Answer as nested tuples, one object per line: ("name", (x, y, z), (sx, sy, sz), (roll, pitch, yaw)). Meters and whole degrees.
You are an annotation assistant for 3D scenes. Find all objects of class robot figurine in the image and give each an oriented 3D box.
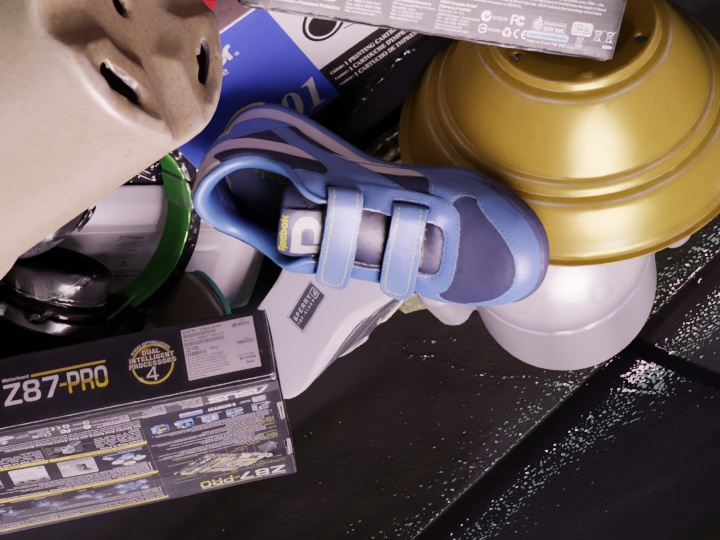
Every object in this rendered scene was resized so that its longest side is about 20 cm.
("robot figurine", (0.115, -0.009, 1.284), (0.168, 0.114, 0.200), (-24, 162, 1))

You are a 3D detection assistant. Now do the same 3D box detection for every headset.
("headset", (-0.170, -0.008, 1.203), (0.199, 0.094, 0.124), (-25, 122, -26))

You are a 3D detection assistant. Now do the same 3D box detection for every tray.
("tray", (-0.143, -0.006, 1.303), (0.198, 0.022, 0.108), (-2, 135, -26))

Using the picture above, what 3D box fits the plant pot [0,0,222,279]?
("plant pot", (-0.171, -0.089, 1.008), (0.182, 0.202, 0.200), (-22, 147, 29))

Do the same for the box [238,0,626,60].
("box", (0.049, -0.211, 1.067), (0.198, 0.048, 0.195), (6, 108, -15))

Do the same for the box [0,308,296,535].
("box", (-0.140, 0.091, 1.257), (0.198, 0.049, 0.162), (-12, 153, -2))

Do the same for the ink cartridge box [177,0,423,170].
("ink cartridge box", (-0.029, -0.138, 1.193), (0.199, 0.044, 0.094), (-34, 141, 9))

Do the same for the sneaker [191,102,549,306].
("sneaker", (0.001, -0.023, 1.151), (0.082, 0.199, 0.075), (-41, 145, -58))

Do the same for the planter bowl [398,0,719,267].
("planter bowl", (0.116, -0.105, 1.183), (0.199, 0.201, 0.084), (-19, 142, -8))

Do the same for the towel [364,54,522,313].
("towel", (0.066, -0.059, 1.345), (0.200, 0.037, 0.148), (-38, 141, 15))

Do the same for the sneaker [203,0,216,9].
("sneaker", (-0.107, -0.191, 1.070), (0.085, 0.077, 0.200), (-33, 142, 1))

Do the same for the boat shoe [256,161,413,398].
("boat shoe", (0.000, 0.000, 1.291), (0.068, 0.072, 0.200), (-32, 163, -45))

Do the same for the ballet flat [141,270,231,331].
("ballet flat", (-0.114, 0.070, 1.336), (0.063, 0.068, 0.200), (-33, 161, -21))
